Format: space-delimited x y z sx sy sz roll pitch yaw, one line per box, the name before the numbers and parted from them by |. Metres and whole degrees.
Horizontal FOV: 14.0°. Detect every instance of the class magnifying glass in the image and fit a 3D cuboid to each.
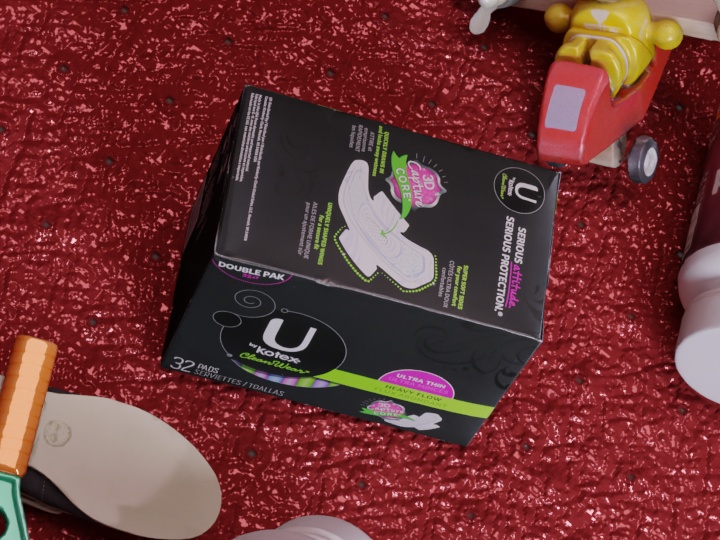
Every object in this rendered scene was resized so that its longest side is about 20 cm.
magnifying glass | -0.204 0.133 1.621 0.079 0.022 0.201 15 70 -7

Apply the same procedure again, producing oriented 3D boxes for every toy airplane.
toy airplane | 0.175 -0.171 1.885 0.199 0.141 0.199 -23 47 -2

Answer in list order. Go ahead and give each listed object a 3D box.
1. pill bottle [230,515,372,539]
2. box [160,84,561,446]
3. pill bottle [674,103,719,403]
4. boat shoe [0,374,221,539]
pill bottle | -0.054 0.205 1.593 0.114 0.114 0.200 41 23 6
box | 0.000 0.000 1.742 0.199 0.149 0.125 15 58 -9
pill bottle | 0.265 -0.018 1.857 0.114 0.114 0.201 21 58 -6
boat shoe | -0.176 0.105 1.680 0.199 0.063 0.071 20 70 -7
